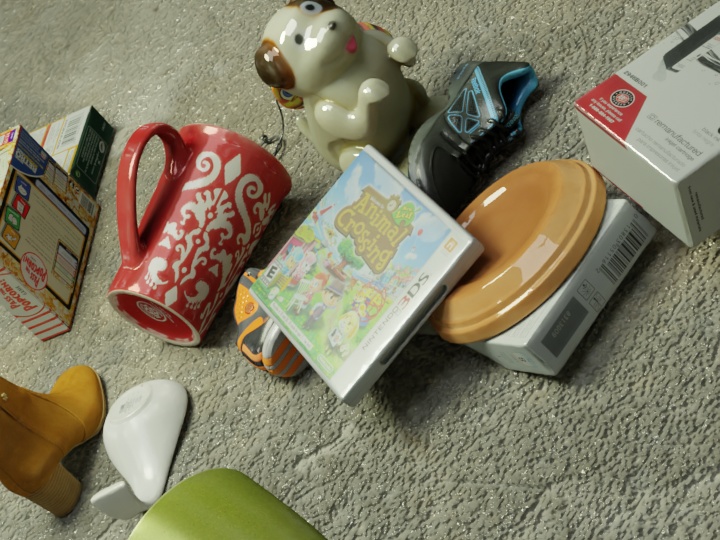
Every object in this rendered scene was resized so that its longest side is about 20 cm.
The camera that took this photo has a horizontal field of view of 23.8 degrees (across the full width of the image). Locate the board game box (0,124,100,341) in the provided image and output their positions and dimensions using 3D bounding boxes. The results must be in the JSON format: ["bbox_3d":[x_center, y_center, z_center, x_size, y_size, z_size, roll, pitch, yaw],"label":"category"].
[{"bbox_3d":[-0.375,-0.044,1.947,0.046,0.152,0.201,-21,40,25],"label":"board game box"}]

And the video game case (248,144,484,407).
[{"bbox_3d":[0.000,0.000,1.542,0.182,0.022,0.200,-50,41,5],"label":"video game case"}]

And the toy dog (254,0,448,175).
[{"bbox_3d":[-0.015,-0.192,1.724,0.194,0.200,0.140,17,65,50],"label":"toy dog"}]

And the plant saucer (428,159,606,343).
[{"bbox_3d":[0.128,-0.025,1.500,0.200,0.037,0.200,-40,24,21],"label":"plant saucer"}]

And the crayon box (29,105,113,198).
[{"bbox_3d":[-0.410,-0.117,2.139,0.199,0.052,0.126,-19,42,28],"label":"crayon box"}]

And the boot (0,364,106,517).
[{"bbox_3d":[-0.330,0.137,1.724,0.071,0.144,0.202,-24,39,22],"label":"boot"}]

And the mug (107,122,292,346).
[{"bbox_3d":[-0.190,-0.044,1.770,0.201,0.177,0.133,-65,12,-22],"label":"mug"}]

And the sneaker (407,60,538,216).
[{"bbox_3d":[0.108,-0.131,1.656,0.082,0.073,0.201,-3,51,39],"label":"sneaker"}]

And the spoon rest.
[{"bbox_3d":[-0.216,0.176,1.667,0.099,0.061,0.200,-27,25,17],"label":"spoon rest"}]

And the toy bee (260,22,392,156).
[{"bbox_3d":[-0.055,-0.210,1.860,0.200,0.109,0.131,-49,38,-10],"label":"toy bee"}]

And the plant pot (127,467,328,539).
[{"bbox_3d":[-0.064,0.278,1.330,0.200,0.187,0.187,21,68,35],"label":"plant pot"}]

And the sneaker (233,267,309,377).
[{"bbox_3d":[-0.057,0.004,1.666,0.200,0.078,0.112,-50,38,-12],"label":"sneaker"}]

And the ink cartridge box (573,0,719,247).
[{"bbox_3d":[0.303,-0.134,1.424,0.200,0.084,0.144,-34,45,-10],"label":"ink cartridge box"}]

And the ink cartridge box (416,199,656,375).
[{"bbox_3d":[0.150,0.012,1.511,0.160,0.047,0.200,-54,21,-15],"label":"ink cartridge box"}]
